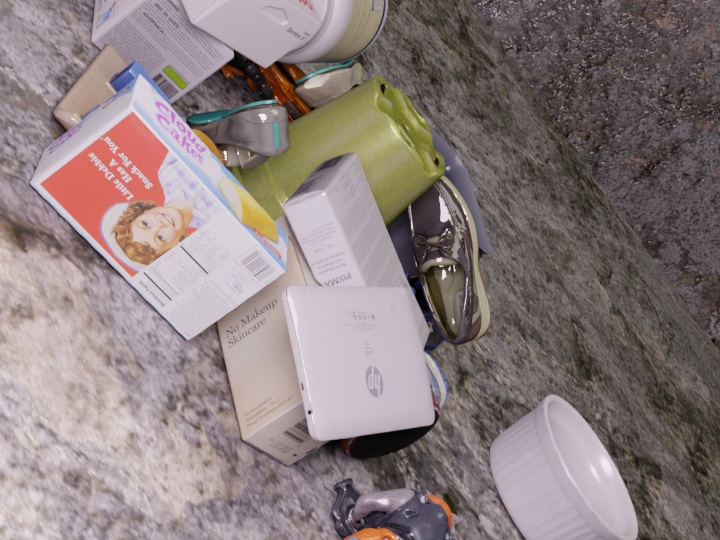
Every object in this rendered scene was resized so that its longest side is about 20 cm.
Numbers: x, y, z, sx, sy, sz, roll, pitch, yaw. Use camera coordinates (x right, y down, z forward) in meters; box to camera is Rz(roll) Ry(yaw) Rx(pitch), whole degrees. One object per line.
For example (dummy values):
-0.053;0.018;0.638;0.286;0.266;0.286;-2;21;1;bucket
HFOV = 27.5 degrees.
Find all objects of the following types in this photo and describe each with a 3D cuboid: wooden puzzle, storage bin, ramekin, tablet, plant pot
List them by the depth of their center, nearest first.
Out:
0.003;0.077;1.277;0.200;0.014;0.131;2;74;-57;tablet
-0.196;-0.121;1.404;0.185;0.046;0.200;50;20;-18;wooden puzzle
-0.014;-0.110;1.621;0.201;0.184;0.201;48;20;-24;plant pot
0.243;0.262;1.788;0.201;0.097;0.201;48;20;-24;ramekin
0.057;-0.078;1.823;0.145;0.134;0.201;41;23;-37;storage bin

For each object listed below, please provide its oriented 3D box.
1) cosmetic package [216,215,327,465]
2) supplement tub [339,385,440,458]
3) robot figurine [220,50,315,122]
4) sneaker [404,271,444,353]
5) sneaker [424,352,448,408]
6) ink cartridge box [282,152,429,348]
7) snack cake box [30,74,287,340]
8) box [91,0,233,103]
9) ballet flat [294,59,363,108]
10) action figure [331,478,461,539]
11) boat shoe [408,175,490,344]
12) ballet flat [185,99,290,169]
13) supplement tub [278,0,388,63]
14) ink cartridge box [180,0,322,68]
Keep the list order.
-0.068;0.062;1.338;0.073;0.103;0.201;37;26;-46;cosmetic package
-0.003;0.079;1.466;0.107;0.107;0.201;25;35;-57;supplement tub
-0.107;-0.227;1.778;0.200;0.058;0.145;49;20;-24;robot figurine
0.067;0.047;1.730;0.200;0.078;0.076;16;45;-62;sneaker
0.026;0.082;1.583;0.200;0.077;0.085;53;23;-8;sneaker
0.000;0.000;1.404;0.163;0.057;0.201;-59;132;-70;ink cartridge box
-0.167;-0.050;1.254;0.200;0.115;0.067;48;20;-24;snack cake box
-0.207;-0.284;1.554;0.112;0.101;0.201;45;22;-32;box
-0.025;-0.217;1.780;0.063;0.067;0.200;66;18;-6;ballet flat
0.050;0.271;1.297;0.200;0.104;0.193;53;28;-5;action figure
0.095;-0.013;1.662;0.066;0.071;0.202;-22;97;-66;boat shoe
-0.128;-0.133;1.484;0.200;0.067;0.064;4;-75;64;ballet flat
-0.061;-0.315;1.714;0.146;0.145;0.200;57;20;3;supplement tub
-0.138;-0.325;1.502;0.145;0.084;0.201;23;38;-59;ink cartridge box
